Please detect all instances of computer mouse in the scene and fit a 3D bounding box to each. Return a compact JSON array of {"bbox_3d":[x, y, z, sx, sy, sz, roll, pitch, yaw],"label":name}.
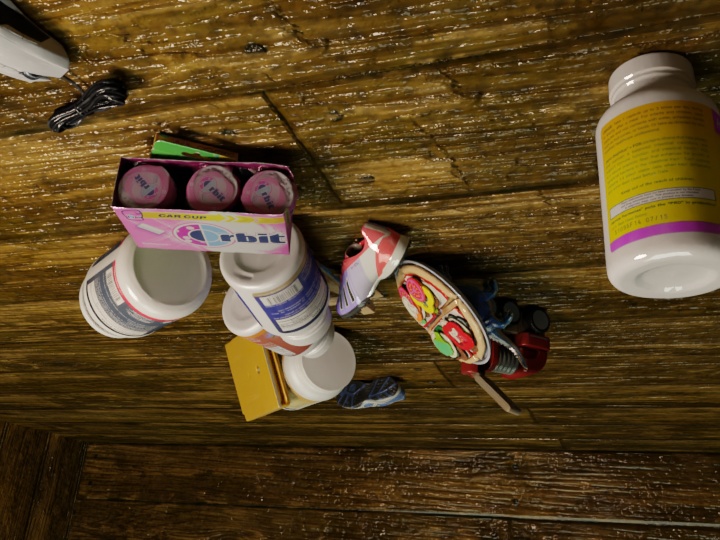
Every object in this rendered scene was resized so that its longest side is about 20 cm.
[{"bbox_3d":[-0.315,-0.194,0.638,0.109,0.044,0.200,-7,155,27],"label":"computer mouse"}]

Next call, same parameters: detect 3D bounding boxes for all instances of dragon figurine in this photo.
[{"bbox_3d":[0.178,0.075,1.077,0.099,0.201,0.059,-24,179,-12],"label":"dragon figurine"}]

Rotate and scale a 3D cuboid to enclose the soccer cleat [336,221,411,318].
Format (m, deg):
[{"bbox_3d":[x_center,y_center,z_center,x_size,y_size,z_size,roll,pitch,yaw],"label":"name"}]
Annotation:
[{"bbox_3d":[0.000,0.000,1.009,0.073,0.068,0.200,31,140,-7],"label":"soccer cleat"}]

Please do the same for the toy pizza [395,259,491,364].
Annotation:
[{"bbox_3d":[0.117,0.070,1.054,0.200,0.032,0.200,44,161,20],"label":"toy pizza"}]

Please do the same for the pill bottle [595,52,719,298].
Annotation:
[{"bbox_3d":[0.260,-0.085,0.597,0.104,0.201,0.104,3,158,1],"label":"pill bottle"}]

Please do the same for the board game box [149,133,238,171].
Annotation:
[{"bbox_3d":[-0.216,-0.107,0.852,0.095,0.030,0.200,11,159,-20],"label":"board game box"}]

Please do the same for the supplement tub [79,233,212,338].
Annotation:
[{"bbox_3d":[-0.324,0.021,1.031,0.140,0.141,0.200,20,153,-34],"label":"supplement tub"}]

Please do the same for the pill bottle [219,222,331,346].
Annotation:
[{"bbox_3d":[-0.110,0.025,0.995,0.119,0.120,0.200,-2,148,14],"label":"pill bottle"}]

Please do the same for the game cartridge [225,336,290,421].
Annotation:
[{"bbox_3d":[-0.217,0.212,1.435,0.032,0.177,0.200,-10,168,-31],"label":"game cartridge"}]

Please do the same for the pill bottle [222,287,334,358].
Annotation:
[{"bbox_3d":[-0.132,0.084,1.185,0.112,0.113,0.200,-10,154,30],"label":"pill bottle"}]

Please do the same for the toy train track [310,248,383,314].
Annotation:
[{"bbox_3d":[-0.037,0.012,1.107,0.114,0.033,0.200,-11,146,32],"label":"toy train track"}]

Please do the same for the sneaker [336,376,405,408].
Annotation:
[{"bbox_3d":[0.025,0.324,1.781,0.199,0.076,0.077,-10,149,34],"label":"sneaker"}]

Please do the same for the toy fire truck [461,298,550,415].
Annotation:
[{"bbox_3d":[0.242,0.152,1.170,0.175,0.201,0.129,15,156,-25],"label":"toy fire truck"}]

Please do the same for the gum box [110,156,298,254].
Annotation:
[{"bbox_3d":[-0.171,-0.072,0.810,0.199,0.066,0.114,3,160,-2],"label":"gum box"}]

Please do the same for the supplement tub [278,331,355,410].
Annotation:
[{"bbox_3d":[-0.109,0.204,1.427,0.144,0.145,0.200,16,155,-26],"label":"supplement tub"}]
